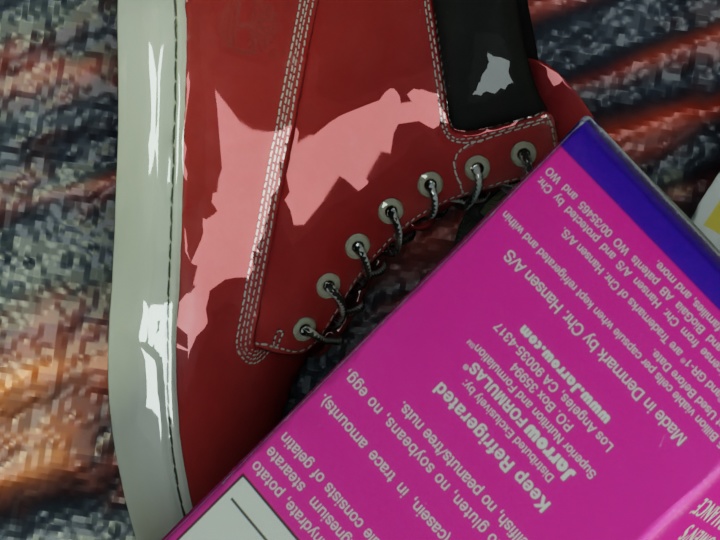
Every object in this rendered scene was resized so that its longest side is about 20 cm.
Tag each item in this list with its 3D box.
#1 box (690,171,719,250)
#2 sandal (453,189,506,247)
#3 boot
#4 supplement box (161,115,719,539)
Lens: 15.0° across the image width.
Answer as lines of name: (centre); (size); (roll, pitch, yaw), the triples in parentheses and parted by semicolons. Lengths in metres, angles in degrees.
box: (0.198, 0.011, 0.797); (0.199, 0.049, 0.083); (32, 87, 28)
sandal: (0.070, 0.069, 0.845); (0.079, 0.057, 0.202); (-3, 80, 9)
boot: (0.000, 0.000, 0.821); (0.143, 0.072, 0.202); (1, 91, 6)
supplement box: (0.035, 0.071, 0.767); (0.200, 0.101, 0.103); (-44, 68, 6)
